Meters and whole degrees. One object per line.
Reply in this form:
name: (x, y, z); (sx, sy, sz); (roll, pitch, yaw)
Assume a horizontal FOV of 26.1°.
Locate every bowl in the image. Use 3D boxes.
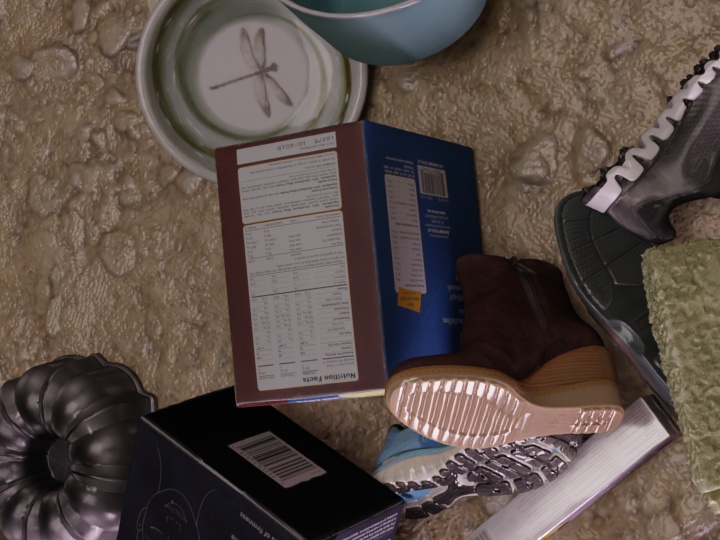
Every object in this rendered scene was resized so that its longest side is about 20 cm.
bowl: (0.027, -0.245, 1.262); (0.200, 0.105, 0.201); (-10, 53, 14)

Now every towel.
towel: (0.290, 0.067, 1.141); (0.148, 0.036, 0.200); (-12, 82, -10)

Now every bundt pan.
bundt pan: (-0.278, 0.177, 1.440); (0.201, 0.076, 0.202); (-1, 88, 26)

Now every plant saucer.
plant saucer: (-0.094, -0.170, 1.350); (0.200, 0.050, 0.201); (0, 93, -2)

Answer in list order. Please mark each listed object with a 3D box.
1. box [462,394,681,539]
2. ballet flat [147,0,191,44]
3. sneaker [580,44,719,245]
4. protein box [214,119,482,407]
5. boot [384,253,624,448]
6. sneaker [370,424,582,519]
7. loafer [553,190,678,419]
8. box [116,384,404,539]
box: (0.165, 0.174, 1.233); (0.200, 0.039, 0.041); (-43, 71, 19)
ballet flat: (-0.164, -0.274, 1.398); (0.074, 0.074, 0.200); (-17, 79, 25)
sneaker: (0.265, -0.100, 1.183); (0.090, 0.066, 0.200); (42, 96, 2)
protein box: (0.000, 0.000, 1.235); (0.135, 0.198, 0.201); (-8, 85, 28)
boot: (0.092, 0.053, 1.172); (0.167, 0.200, 0.072); (-111, 35, -46)
sneaker: (0.086, 0.130, 1.245); (0.200, 0.078, 0.090); (-20, 46, 34)
loafer: (0.207, 0.032, 1.206); (0.072, 0.063, 0.200); (-25, 70, -16)
box: (-0.092, 0.233, 1.275); (0.200, 0.124, 0.197); (32, 119, 32)
